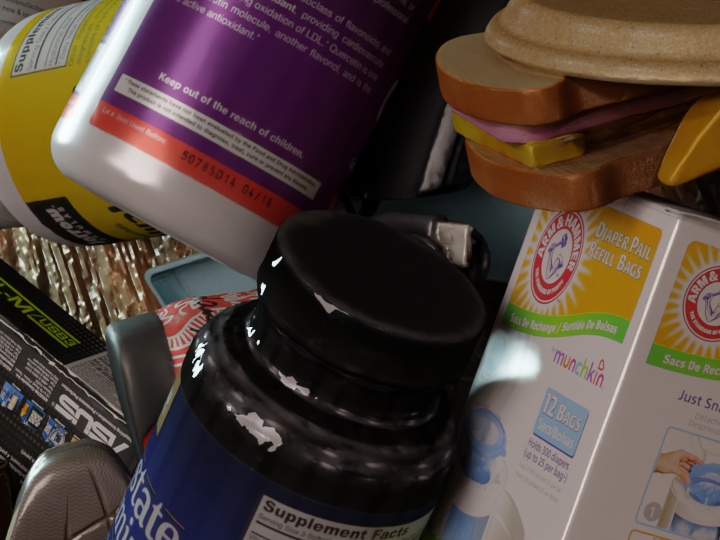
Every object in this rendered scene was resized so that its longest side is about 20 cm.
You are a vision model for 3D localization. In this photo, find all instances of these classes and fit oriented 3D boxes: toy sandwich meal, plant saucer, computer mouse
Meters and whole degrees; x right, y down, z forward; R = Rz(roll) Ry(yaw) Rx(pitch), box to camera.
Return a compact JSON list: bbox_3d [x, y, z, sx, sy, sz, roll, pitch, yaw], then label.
[{"bbox_3d":[0.131,-0.071,0.982,0.204,0.205,0.071,11,111,38],"label":"toy sandwich meal"},{"bbox_3d":[0.000,0.000,1.147,0.199,0.019,0.070,-17,114,35],"label":"plant saucer"},{"bbox_3d":[0.030,-0.080,1.088,0.138,0.053,0.201,6,59,49],"label":"computer mouse"}]

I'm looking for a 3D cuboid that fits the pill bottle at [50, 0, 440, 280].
[{"bbox_3d":[-0.031,-0.104,1.047,0.112,0.112,0.201,27,88,38],"label":"pill bottle"}]

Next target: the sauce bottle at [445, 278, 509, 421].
[{"bbox_3d":[0.045,0.105,1.086,0.066,0.066,0.201,7,84,38],"label":"sauce bottle"}]

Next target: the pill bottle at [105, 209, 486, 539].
[{"bbox_3d":[-0.029,0.083,1.018,0.112,0.111,0.201,43,121,35],"label":"pill bottle"}]

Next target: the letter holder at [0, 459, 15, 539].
[{"bbox_3d":[-0.219,0.194,1.153,0.100,0.142,0.201,5,110,35],"label":"letter holder"}]

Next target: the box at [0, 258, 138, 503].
[{"bbox_3d":[-0.194,0.092,1.237,0.200,0.047,0.194,36,117,21],"label":"box"}]

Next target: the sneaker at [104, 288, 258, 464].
[{"bbox_3d":[-0.034,0.104,1.141,0.067,0.107,0.203,-136,31,-72],"label":"sneaker"}]

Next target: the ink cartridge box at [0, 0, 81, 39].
[{"bbox_3d":[-0.209,-0.208,1.329,0.145,0.085,0.202,-3,78,37],"label":"ink cartridge box"}]

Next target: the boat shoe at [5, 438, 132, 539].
[{"bbox_3d":[-0.119,0.153,1.149,0.073,0.074,0.201,-113,18,-58],"label":"boat shoe"}]

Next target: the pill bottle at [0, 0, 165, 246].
[{"bbox_3d":[-0.102,-0.070,1.202,0.199,0.111,0.112,-8,77,37],"label":"pill bottle"}]

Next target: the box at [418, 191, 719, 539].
[{"bbox_3d":[0.102,0.075,0.998,0.112,0.101,0.201,31,102,66],"label":"box"}]
